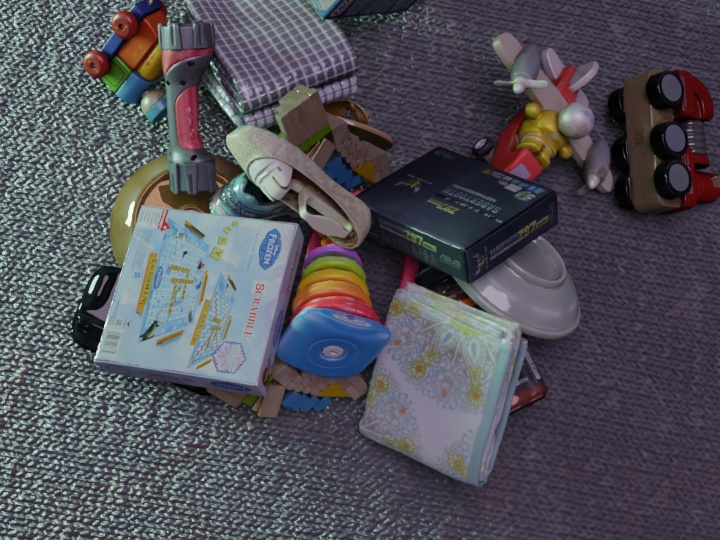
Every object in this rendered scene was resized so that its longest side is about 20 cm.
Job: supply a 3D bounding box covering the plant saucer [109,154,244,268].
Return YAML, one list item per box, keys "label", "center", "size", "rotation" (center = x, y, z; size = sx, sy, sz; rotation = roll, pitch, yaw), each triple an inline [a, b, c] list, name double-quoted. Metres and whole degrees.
- label: "plant saucer"
  center: [-0.208, -0.055, 1.540]
  size: [0.198, 0.035, 0.202]
  rotation: [2, 77, -8]

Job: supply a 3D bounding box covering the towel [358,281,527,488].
- label: "towel"
  center: [0.095, 0.131, 1.463]
  size: [0.170, 0.048, 0.202]
  rotation: [23, 106, 29]

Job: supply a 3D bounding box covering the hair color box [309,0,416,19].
- label: "hair color box"
  center: [-0.001, -0.376, 1.572]
  size: [0.100, 0.060, 0.199]
  rotation: [57, 35, 9]

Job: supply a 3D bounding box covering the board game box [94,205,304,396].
- label: "board game box"
  center: [-0.182, 0.032, 1.439]
  size: [0.198, 0.041, 0.202]
  rotation: [8, 68, 15]

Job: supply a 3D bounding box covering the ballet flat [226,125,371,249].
- label: "ballet flat"
  center: [-0.070, -0.094, 1.439]
  size: [0.199, 0.067, 0.063]
  rotation: [32, 41, -14]

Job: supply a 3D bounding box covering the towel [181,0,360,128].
- label: "towel"
  center: [-0.115, -0.275, 1.542]
  size: [0.165, 0.086, 0.200]
  rotation: [-25, 58, -17]

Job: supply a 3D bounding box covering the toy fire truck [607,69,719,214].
- label: "toy fire truck"
  center: [0.440, -0.164, 1.624]
  size: [0.198, 0.128, 0.178]
  rotation: [3, 80, -32]

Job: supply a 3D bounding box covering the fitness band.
- label: "fitness band"
  center: [0.000, 0.000, 1.558]
  size: [0.142, 0.037, 0.202]
  rotation: [14, 76, -7]

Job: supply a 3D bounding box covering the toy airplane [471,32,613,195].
- label: "toy airplane"
  center: [0.247, -0.192, 1.577]
  size: [0.198, 0.141, 0.201]
  rotation: [-2, 93, -31]

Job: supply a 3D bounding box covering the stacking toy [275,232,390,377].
- label: "stacking toy"
  center: [-0.032, 0.013, 1.477]
  size: [0.115, 0.110, 0.201]
  rotation: [16, 50, -21]

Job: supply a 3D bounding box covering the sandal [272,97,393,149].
- label: "sandal"
  center: [-0.055, -0.211, 1.577]
  size: [0.210, 0.078, 0.070]
  rotation: [11, 76, 1]

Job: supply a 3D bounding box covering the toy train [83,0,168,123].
- label: "toy train"
  center: [-0.236, -0.277, 1.517]
  size: [0.116, 0.200, 0.085]
  rotation: [45, 34, -3]

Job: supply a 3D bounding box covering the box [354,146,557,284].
- label: "box"
  center: [0.110, -0.070, 1.490]
  size: [0.157, 0.051, 0.199]
  rotation: [-32, 39, -29]

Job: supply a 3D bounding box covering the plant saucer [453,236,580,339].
- label: "plant saucer"
  center: [0.191, -0.006, 1.514]
  size: [0.199, 0.050, 0.201]
  rotation: [25, 32, -17]

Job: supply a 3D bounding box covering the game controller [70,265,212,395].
- label: "game controller"
  center: [-0.242, 0.072, 1.501]
  size: [0.198, 0.042, 0.105]
  rotation: [22, 77, -3]

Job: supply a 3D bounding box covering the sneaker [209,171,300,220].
- label: "sneaker"
  center: [-0.082, -0.104, 1.525]
  size: [0.199, 0.086, 0.078]
  rotation: [-26, 84, -32]

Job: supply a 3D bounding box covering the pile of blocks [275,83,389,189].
- label: "pile of blocks"
  center: [-0.045, -0.150, 1.508]
  size: [0.062, 0.200, 0.082]
  rotation: [31, 86, 45]

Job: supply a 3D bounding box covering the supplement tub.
- label: "supplement tub"
  center: [0.138, 0.083, 1.519]
  size: [0.106, 0.107, 0.201]
  rotation: [-24, 81, -13]

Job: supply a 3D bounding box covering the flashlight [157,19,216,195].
- label: "flashlight"
  center: [-0.198, -0.192, 1.481]
  size: [0.067, 0.068, 0.202]
  rotation: [-6, 103, -12]

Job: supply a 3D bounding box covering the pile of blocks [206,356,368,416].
- label: "pile of blocks"
  center: [-0.091, 0.125, 1.502]
  size: [0.198, 0.062, 0.083]
  rotation: [8, 120, -24]
